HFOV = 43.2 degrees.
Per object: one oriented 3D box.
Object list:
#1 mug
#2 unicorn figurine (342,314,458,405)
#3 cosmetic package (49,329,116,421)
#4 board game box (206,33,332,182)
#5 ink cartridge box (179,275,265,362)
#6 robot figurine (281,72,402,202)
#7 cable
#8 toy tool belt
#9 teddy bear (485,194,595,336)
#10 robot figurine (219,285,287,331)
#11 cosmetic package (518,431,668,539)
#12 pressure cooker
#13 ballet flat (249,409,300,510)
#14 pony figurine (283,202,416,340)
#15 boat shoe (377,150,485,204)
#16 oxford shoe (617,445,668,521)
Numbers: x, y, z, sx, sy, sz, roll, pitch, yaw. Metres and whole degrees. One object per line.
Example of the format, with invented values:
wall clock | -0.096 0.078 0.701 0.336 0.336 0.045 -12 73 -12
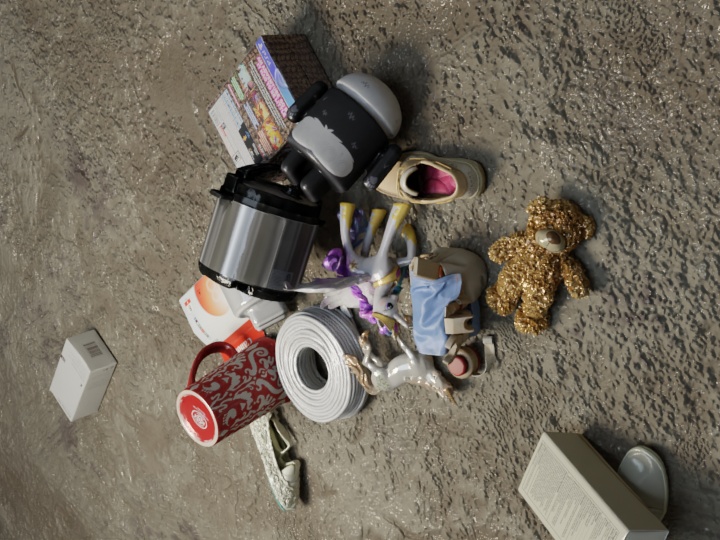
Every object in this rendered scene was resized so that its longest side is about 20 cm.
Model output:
mug | -0.238 0.220 1.647 0.176 0.199 0.135 5 114 39
unicorn figurine | 0.071 0.148 1.432 0.199 0.073 0.139 -21 95 46
cosmetic package | -0.664 0.252 2.174 0.113 0.081 0.201 47 129 22
board game box | -0.143 -0.262 1.502 0.200 0.096 0.161 -39 74 43
ink cartridge box | -0.265 0.108 1.764 0.162 0.050 0.202 -37 72 44
robot figurine | -0.028 -0.198 1.350 0.150 0.200 0.125 44 176 -26
cable | -0.065 0.162 1.567 0.200 0.069 0.202 -42 72 42
toy tool belt | 0.118 0.071 1.315 0.123 0.122 0.203 -1 101 36
teddy bear | 0.236 -0.001 1.227 0.146 0.066 0.200 55 133 15
robot figurine | -0.200 0.005 1.624 0.202 0.112 0.170 62 168 10
cosmetic package | 0.298 0.312 1.190 0.200 0.072 0.105 53 129 54
pressure cooker | -0.152 -0.068 1.448 0.176 0.176 0.203 19 99 8
ballet flat | -0.152 0.353 1.714 0.071 0.071 0.202 -31 80 44
pony figurine | 0.000 0.000 1.408 0.190 0.166 0.204 3 83 30
boat shoe | 0.086 -0.135 1.334 0.198 0.069 0.075 4 105 44
oxford shoe | 0.358 0.329 1.210 0.075 0.057 0.203 27 118 39
